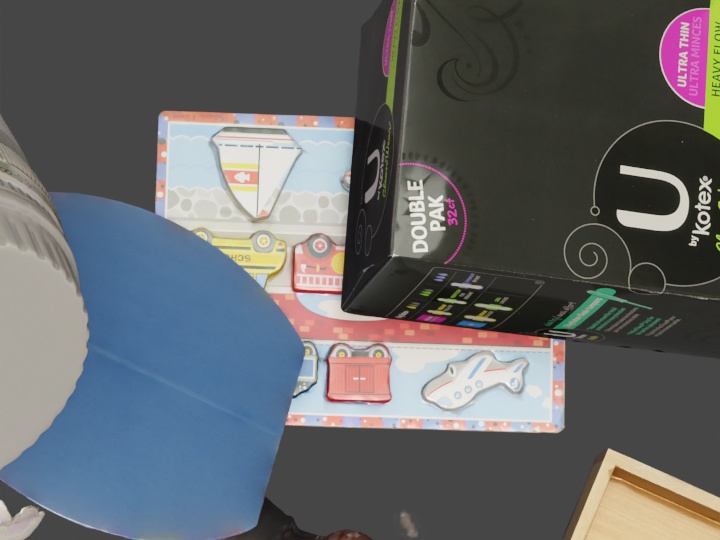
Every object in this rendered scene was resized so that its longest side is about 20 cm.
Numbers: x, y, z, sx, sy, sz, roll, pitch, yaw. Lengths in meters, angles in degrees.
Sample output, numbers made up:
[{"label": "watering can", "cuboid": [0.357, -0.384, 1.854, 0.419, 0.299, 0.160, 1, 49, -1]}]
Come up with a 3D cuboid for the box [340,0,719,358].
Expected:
[{"label": "box", "cuboid": [0.102, -0.050, 1.264, 0.199, 0.124, 0.149, 8, 76, -9]}]

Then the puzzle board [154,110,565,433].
[{"label": "puzzle board", "cuboid": [0.000, 0.000, 1.316, 0.199, 0.017, 0.151, 2, 81, -5]}]

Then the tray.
[{"label": "tray", "cuboid": [0.186, 0.171, 1.295, 0.199, 0.037, 0.099, 24, 79, -1]}]

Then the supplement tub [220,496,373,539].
[{"label": "supplement tub", "cuboid": [0.008, 0.190, 1.241, 0.200, 0.107, 0.107, 41, 80, 2]}]

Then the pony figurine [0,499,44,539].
[{"label": "pony figurine", "cuboid": [-0.236, 0.131, 1.190, 0.166, 0.193, 0.200, -35, 82, -19]}]

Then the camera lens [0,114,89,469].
[{"label": "camera lens", "cuboid": [-0.213, -0.021, 1.113, 0.160, 0.160, 0.200, -28, 50, -8]}]

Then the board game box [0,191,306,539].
[{"label": "board game box", "cuboid": [-0.113, 0.053, 1.239, 0.158, 0.039, 0.200, 25, 41, -9]}]
